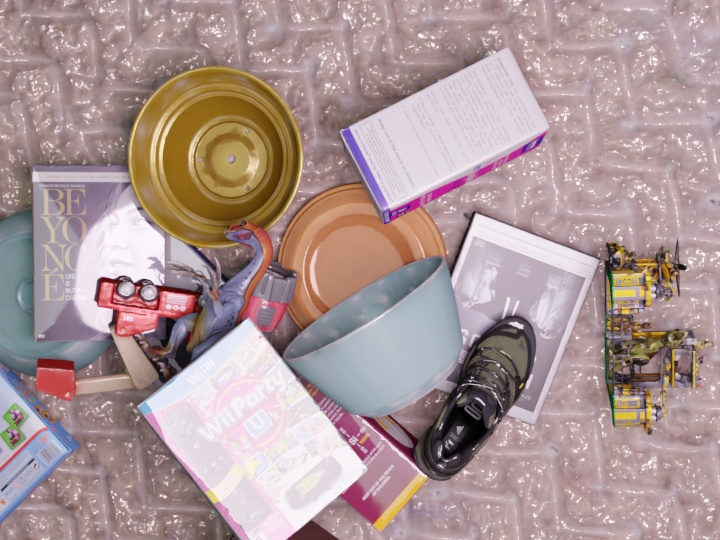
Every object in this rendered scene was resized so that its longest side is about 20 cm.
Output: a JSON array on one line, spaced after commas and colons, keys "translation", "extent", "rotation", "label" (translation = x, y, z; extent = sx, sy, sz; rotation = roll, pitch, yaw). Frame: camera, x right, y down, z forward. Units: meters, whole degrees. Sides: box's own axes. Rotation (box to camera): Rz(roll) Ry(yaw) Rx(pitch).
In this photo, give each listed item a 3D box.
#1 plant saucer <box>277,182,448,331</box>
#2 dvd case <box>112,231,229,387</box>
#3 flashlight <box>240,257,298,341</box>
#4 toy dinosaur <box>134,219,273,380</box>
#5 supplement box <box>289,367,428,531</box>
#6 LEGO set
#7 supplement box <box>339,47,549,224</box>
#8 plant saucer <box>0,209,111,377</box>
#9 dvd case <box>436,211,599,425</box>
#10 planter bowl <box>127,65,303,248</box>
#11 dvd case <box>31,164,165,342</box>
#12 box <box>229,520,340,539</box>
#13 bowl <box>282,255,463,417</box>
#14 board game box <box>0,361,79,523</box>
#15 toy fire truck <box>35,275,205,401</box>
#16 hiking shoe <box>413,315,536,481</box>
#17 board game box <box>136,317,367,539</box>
[{"translation": [0.000, 0.000, 1.376], "extent": [0.199, 0.037, 0.201], "rotation": [0, 93, 8], "label": "plant saucer"}, {"translation": [-0.232, 0.039, 1.417], "extent": [0.200, 0.025, 0.150], "rotation": [44, 98, 4], "label": "dvd case"}, {"translation": [-0.130, 0.088, 1.367], "extent": [0.068, 0.068, 0.201], "rotation": [26, 106, 25], "label": "flashlight"}, {"translation": [-0.156, 0.040, 1.316], "extent": [0.181, 0.200, 0.105], "rotation": [-39, 48, -7], "label": "toy dinosaur"}, {"translation": [-0.019, 0.183, 1.352], "extent": [0.200, 0.110, 0.086], "rotation": [41, 97, 4], "label": "supplement box"}, {"translation": [0.321, 0.068, 1.280], "extent": [0.115, 0.154, 0.201], "rotation": [-2, 97, 8], "label": "LEGO set"}, {"translation": [0.090, -0.143, 1.304], "extent": [0.199, 0.101, 0.104], "rotation": [-28, 84, 0], "label": "supplement box"}, {"translation": [-0.376, 0.029, 1.408], "extent": [0.199, 0.036, 0.201], "rotation": [1, 94, 9], "label": "plant saucer"}, {"translation": [0.161, 0.054, 1.348], "extent": [0.150, 0.025, 0.201], "rotation": [20, 95, -1], "label": "dvd case"}, {"translation": [-0.155, -0.127, 1.366], "extent": [0.199, 0.083, 0.202], "rotation": [1, 94, 8], "label": "planter bowl"}, {"translation": [-0.297, -0.020, 1.374], "extent": [0.148, 0.016, 0.201], "rotation": [-1, 91, -14], "label": "dvd case"}, {"translation": [-0.104, 0.391, 1.348], "extent": [0.164, 0.166, 0.200], "rotation": [34, 98, 6], "label": "box"}, {"translation": [0.028, 0.080, 1.267], "extent": [0.200, 0.201, 0.105], "rotation": [-30, 99, 9], "label": "bowl"}, {"translation": [-0.459, 0.190, 1.451], "extent": [0.151, 0.037, 0.200], "rotation": [-43, 87, 8], "label": "board game box"}, {"translation": [-0.255, 0.080, 1.355], "extent": [0.199, 0.049, 0.142], "rotation": [9, 96, -15], "label": "toy fire truck"}, {"translation": [0.134, 0.134, 1.272], "extent": [0.076, 0.101, 0.200], "rotation": [32, 77, -3], "label": "hiking shoe"}, {"translation": [-0.113, 0.173, 1.239], "extent": [0.147, 0.064, 0.200], "rotation": [-39, 91, -12], "label": "board game box"}]
